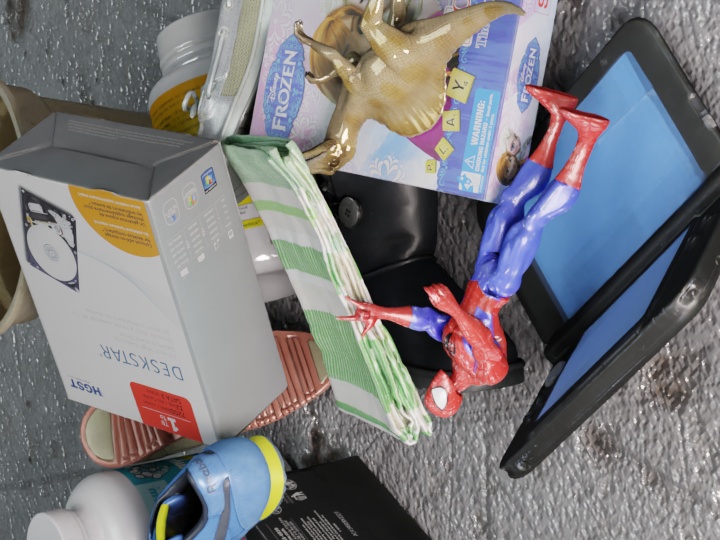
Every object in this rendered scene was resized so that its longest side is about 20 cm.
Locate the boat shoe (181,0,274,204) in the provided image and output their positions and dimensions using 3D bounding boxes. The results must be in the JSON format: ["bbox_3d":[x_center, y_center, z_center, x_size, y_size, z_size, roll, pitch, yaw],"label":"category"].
[{"bbox_3d":[-0.077,-0.143,1.253,0.064,0.074,0.204,18,97,26],"label":"boat shoe"}]

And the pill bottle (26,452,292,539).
[{"bbox_3d":[-0.147,0.199,1.396,0.110,0.199,0.112,14,108,52],"label":"pill bottle"}]

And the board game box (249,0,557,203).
[{"bbox_3d":[0.028,-0.155,1.154,0.199,0.041,0.202,13,94,39],"label":"board game box"}]

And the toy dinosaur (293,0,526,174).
[{"bbox_3d":[0.023,-0.133,1.106,0.200,0.058,0.102,-37,80,38],"label":"toy dinosaur"}]

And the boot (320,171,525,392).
[{"bbox_3d":[0.032,-0.019,1.211,0.200,0.076,0.170,20,114,54],"label":"boot"}]

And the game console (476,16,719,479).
[{"bbox_3d":[0.123,-0.010,1.055,0.116,0.176,0.200,37,136,-1],"label":"game console"}]

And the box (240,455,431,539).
[{"bbox_3d":[-0.035,0.262,1.317,0.149,0.124,0.201,46,131,40],"label":"box"}]

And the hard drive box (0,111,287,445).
[{"bbox_3d":[-0.149,0.005,1.256,0.155,0.077,0.201,12,131,36],"label":"hard drive box"}]

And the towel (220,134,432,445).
[{"bbox_3d":[-0.026,0.009,1.158,0.201,0.023,0.152,64,166,-12],"label":"towel"}]

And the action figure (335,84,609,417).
[{"bbox_3d":[0.059,-0.009,1.059,0.065,0.098,0.201,46,122,58],"label":"action figure"}]

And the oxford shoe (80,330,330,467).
[{"bbox_3d":[-0.109,0.093,1.384,0.199,0.074,0.071,-17,80,9],"label":"oxford shoe"}]

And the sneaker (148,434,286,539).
[{"bbox_3d":[-0.121,0.181,1.253,0.066,0.078,0.200,58,139,26],"label":"sneaker"}]

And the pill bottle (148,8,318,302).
[{"bbox_3d":[-0.090,-0.082,1.339,0.109,0.109,0.201,-32,67,52],"label":"pill bottle"}]

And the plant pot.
[{"bbox_3d":[-0.213,-0.054,1.448,0.200,0.182,0.202,8,99,57],"label":"plant pot"}]
